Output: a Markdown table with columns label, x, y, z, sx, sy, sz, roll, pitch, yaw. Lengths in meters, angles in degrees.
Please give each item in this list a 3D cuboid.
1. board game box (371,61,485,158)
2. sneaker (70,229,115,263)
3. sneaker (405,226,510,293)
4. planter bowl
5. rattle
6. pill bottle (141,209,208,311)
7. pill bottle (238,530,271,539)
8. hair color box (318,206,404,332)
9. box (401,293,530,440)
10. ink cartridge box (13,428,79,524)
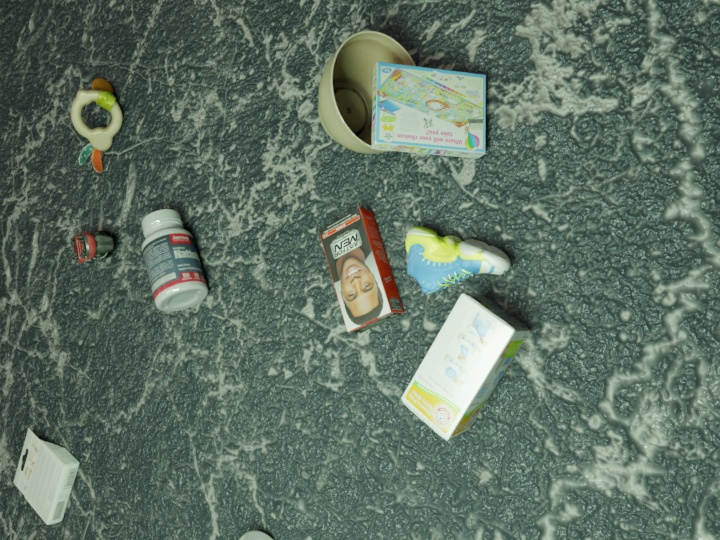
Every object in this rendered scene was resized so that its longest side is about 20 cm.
| label | x | y | z | sx | sy | sz | roll | pitch | yaw |
| --- | --- | --- | --- | --- | --- | --- | --- | --- | --- |
| board game box | 0.116 | -0.270 | 1.000 | 0.193 | 0.034 | 0.140 | 3 | 84 | -11 |
| sneaker | -0.679 | -0.061 | 1.503 | 0.198 | 0.096 | 0.074 | -4 | 95 | 53 |
| sneaker | 0.158 | -0.003 | 1.002 | 0.196 | 0.075 | 0.109 | 22 | 107 | 38 |
| planter bowl | 0.001 | -0.302 | 1.066 | 0.133 | 0.195 | 0.208 | -8 | 79 | 57 |
| rattle | -0.698 | -0.383 | 1.552 | 0.142 | 0.127 | 0.206 | 38 | 130 | 39 |
| pill bottle | -0.420 | -0.025 | 1.314 | 0.118 | 0.119 | 0.205 | -30 | 71 | 24 |
| pill bottle | -0.240 | 0.615 | 1.139 | 0.114 | 0.113 | 0.202 | 46 | 107 | 26 |
| hair color box | 0.000 | 0.000 | 1.094 | 0.100 | 0.061 | 0.206 | -25 | 73 | 25 |
| box | 0.168 | 0.152 | 0.946 | 0.100 | 0.112 | 0.204 | 35 | 102 | 27 |
| ink cartridge box | -0.821 | 0.530 | 1.538 | 0.196 | 0.050 | 0.166 | 23 | 97 | 34 |
